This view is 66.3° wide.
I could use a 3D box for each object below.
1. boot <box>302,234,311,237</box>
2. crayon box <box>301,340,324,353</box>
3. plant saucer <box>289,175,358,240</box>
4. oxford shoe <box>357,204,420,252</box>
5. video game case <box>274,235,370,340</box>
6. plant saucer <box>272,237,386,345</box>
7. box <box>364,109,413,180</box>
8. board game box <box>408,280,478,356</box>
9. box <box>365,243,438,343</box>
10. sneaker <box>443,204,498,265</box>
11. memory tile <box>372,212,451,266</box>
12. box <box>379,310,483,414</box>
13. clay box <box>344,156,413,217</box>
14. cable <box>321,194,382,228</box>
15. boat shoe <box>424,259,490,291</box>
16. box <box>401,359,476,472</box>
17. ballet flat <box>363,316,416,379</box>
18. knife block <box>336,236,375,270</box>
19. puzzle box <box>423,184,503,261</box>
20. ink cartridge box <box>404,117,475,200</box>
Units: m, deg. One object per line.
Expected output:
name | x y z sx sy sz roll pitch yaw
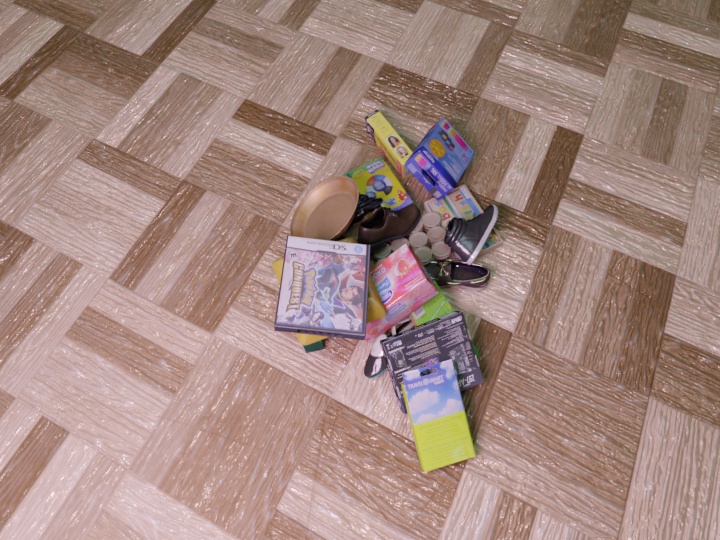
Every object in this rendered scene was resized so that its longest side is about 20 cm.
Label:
boot | -0.089 0.020 1.309 0.067 0.132 0.201 -32 65 -16
crayon box | -0.124 0.085 1.233 0.050 0.202 0.129 -11 61 -1
plant saucer | -0.077 -0.127 1.274 0.195 0.035 0.205 -23 47 25
oxford shoe | 0.077 -0.123 1.376 0.197 0.086 0.072 -31 47 -28
video game case | -0.071 0.030 1.091 0.174 0.026 0.206 6 60 -4
plant saucer | -0.064 0.026 1.137 0.194 0.049 0.205 -17 65 -16
box | 0.084 -0.353 1.542 0.049 0.076 0.202 -31 66 -7
board game box | 0.186 0.137 1.264 0.094 0.030 0.203 -33 91 -18
box | 0.059 0.053 1.209 0.197 0.094 0.104 -36 59 11
sneaker | 0.272 -0.116 1.364 0.098 0.071 0.202 34 56 0
memory tile | 0.123 -0.067 1.393 0.193 0.017 0.157 -16 51 2
box | 0.157 0.200 1.216 0.194 0.043 0.166 -20 92 -8
clay box | 0.044 -0.220 1.486 0.112 0.048 0.203 -26 65 -13
cable | -0.036 -0.134 1.377 0.052 0.197 0.162 58 32 2
boat shoe | 0.221 0.005 1.354 0.192 0.060 0.074 8 62 5
box | 0.160 0.302 1.161 0.118 0.048 0.207 -13 85 -7
ballet flat | 0.073 0.159 1.266 0.198 0.070 0.067 -38 27 -23
knife block | 0.000 0.000 1.352 0.198 0.177 0.064 37 107 -17
puzzle box | 0.266 -0.122 1.443 0.130 0.026 0.204 -24 64 -11
ink cartridge box | 0.205 -0.285 1.456 0.136 0.076 0.202 43 55 -10
